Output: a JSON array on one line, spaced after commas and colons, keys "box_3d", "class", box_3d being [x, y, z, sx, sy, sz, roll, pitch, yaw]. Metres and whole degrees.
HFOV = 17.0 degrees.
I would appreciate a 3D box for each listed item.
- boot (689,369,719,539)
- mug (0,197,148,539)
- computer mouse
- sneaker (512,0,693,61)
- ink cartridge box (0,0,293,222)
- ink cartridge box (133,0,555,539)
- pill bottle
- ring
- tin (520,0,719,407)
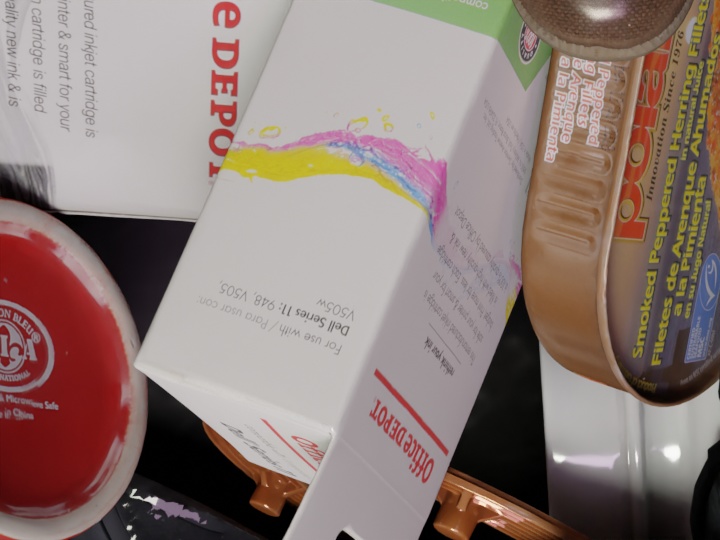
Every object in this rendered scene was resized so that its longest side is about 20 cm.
[{"box_3d": [0.208, 0.037, 0.719, 0.199, 0.066, 0.166, 10, 106, 5], "class": "boot"}, {"box_3d": [-0.165, 0.042, 0.801, 0.200, 0.177, 0.134, -17, 103, 39], "class": "mug"}, {"box_3d": [-0.022, 0.128, 0.881, 0.200, 0.046, 0.140, 29, 163, -18], "class": "computer mouse"}, {"box_3d": [0.063, -0.158, 0.633, 0.070, 0.076, 0.201, 2, 85, 9], "class": "sneaker"}, {"box_3d": [-0.113, -0.099, 0.741, 0.199, 0.083, 0.147, 4, 127, -1], "class": "ink cartridge box"}, {"box_3d": [0.000, 0.000, 0.710, 0.067, 0.201, 0.117, 18, 167, 20], "class": "ink cartridge box"}, {"box_3d": [0.162, 0.050, 0.817, 0.199, 0.120, 0.120, -3, 126, 4], "class": "pill bottle"}, {"box_3d": [0.031, 0.100, 0.841, 0.200, 0.019, 0.201, 25, 164, 8], "class": "ring"}, {"box_3d": [0.099, -0.059, 0.726, 0.042, 0.112, 0.201, 17, 104, 32], "class": "tin"}]
